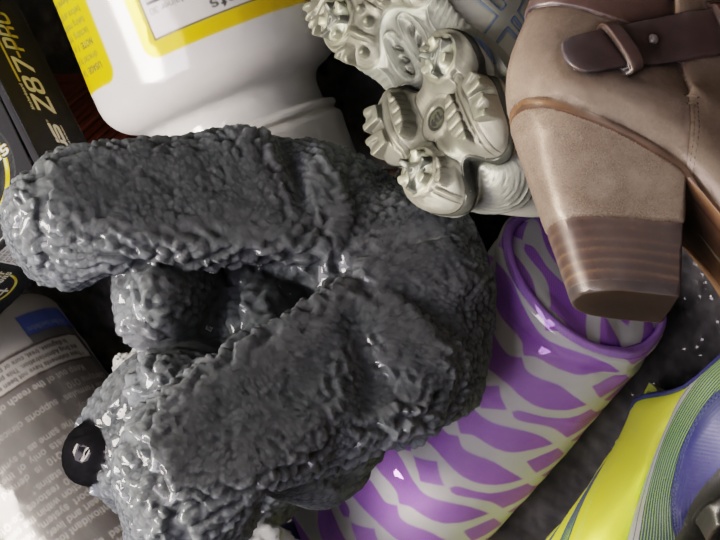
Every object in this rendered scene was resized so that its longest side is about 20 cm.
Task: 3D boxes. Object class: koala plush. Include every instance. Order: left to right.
[{"bbox_3d":[-0.050,0.054,1.189,0.178,0.183,0.200,65,154,24],"label":"koala plush"}]

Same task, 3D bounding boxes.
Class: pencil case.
[{"bbox_3d":[0.046,0.058,1.234,0.200,0.084,0.086,-49,49,37],"label":"pencil case"}]

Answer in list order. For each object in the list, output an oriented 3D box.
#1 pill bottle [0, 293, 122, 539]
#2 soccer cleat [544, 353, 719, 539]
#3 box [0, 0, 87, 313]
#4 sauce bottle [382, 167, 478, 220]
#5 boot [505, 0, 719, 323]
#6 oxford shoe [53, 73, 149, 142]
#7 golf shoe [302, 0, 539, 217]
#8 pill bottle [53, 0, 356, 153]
[{"bbox_3d":[-0.135,0.121,1.377,0.200,0.114,0.114,53,130,13],"label":"pill bottle"},{"bbox_3d":[0.119,0.095,1.208,0.200,0.065,0.084,-44,46,44],"label":"soccer cleat"},{"bbox_3d":[-0.216,-0.035,1.332,0.200,0.049,0.161,-41,61,27],"label":"box"},{"bbox_3d":[0.000,0.000,1.261,0.065,0.065,0.200,54,129,11],"label":"sauce bottle"},{"bbox_3d":[0.150,-0.046,1.101,0.070,0.199,0.147,135,141,-59],"label":"boot"},{"bbox_3d":[-0.130,-0.048,1.358,0.200,0.070,0.075,22,137,37],"label":"oxford shoe"},{"bbox_3d":[0.039,-0.096,1.188,0.078,0.097,0.200,-45,47,34],"label":"golf shoe"},{"bbox_3d":[-0.075,-0.125,1.246,0.111,0.111,0.201,-21,91,42],"label":"pill bottle"}]
